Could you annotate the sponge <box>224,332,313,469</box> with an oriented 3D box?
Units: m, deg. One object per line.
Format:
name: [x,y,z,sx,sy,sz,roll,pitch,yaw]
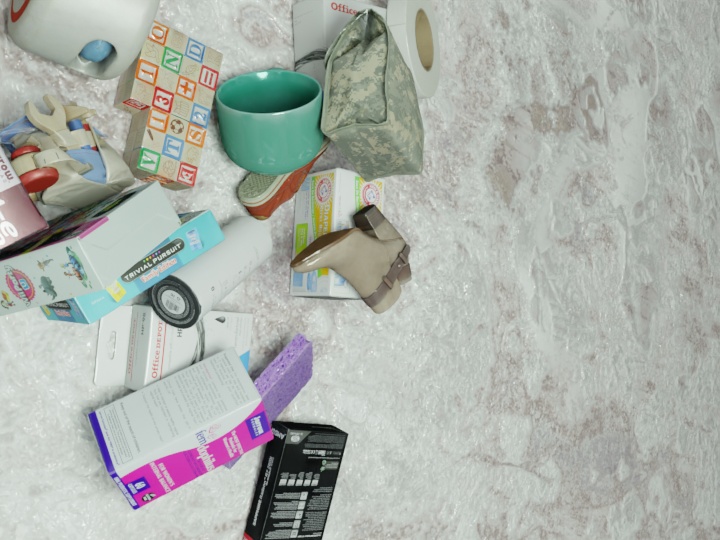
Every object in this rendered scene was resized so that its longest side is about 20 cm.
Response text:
sponge: [-0.142,0.195,1.062,0.200,0.030,0.112,-48,158,-32]

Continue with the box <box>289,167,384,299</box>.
box: [-0.037,-0.055,1.141,0.101,0.112,0.201,6,84,-40]

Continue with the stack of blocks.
stack of blocks: [-0.271,-0.223,0.974,0.115,0.059,0.200,17,79,-40]

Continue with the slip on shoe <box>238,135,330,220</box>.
slip on shoe: [-0.115,-0.154,1.111,0.200,0.074,0.061,-53,148,-31]

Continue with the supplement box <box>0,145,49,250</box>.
supplement box: [-0.413,-0.077,0.755,0.061,0.200,0.109,-37,113,-34]

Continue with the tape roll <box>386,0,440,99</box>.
tape roll: [0.097,-0.405,1.256,0.203,0.037,0.203,-2,90,-68]

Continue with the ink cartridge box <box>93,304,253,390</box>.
ink cartridge box: [-0.253,0.109,0.981,0.200,0.067,0.116,7,86,-41]

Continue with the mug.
mug: [-0.121,-0.217,1.045,0.185,0.152,0.115,-44,145,-42]

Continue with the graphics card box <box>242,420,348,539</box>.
graphics card box: [-0.100,0.339,1.107,0.125,0.051,0.200,14,91,-39]

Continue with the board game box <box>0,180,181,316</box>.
board game box: [-0.326,-0.023,0.805,0.064,0.200,0.148,65,31,-20]

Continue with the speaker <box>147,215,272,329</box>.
speaker: [-0.199,-0.003,0.977,0.081,0.081,0.200,67,31,-18]

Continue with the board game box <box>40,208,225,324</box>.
board game box: [-0.292,-0.008,0.893,0.200,0.151,0.047,-38,112,-35]

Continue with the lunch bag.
lunch bag: [0.023,-0.260,1.053,0.164,0.117,0.200,39,50,-61]

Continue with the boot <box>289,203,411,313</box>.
boot: [0.000,0.000,1.055,0.200,0.070,0.146,-37,113,-31]

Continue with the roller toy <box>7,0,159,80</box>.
roller toy: [-0.324,-0.332,0.851,0.140,0.200,0.183,17,114,-39]

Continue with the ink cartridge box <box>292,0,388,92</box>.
ink cartridge box: [-0.029,-0.335,1.170,0.146,0.086,0.201,-4,94,-41]

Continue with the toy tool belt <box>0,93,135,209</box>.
toy tool belt: [-0.358,-0.142,0.824,0.125,0.200,0.123,-27,87,6]

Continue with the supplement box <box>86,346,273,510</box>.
supplement box: [-0.228,0.201,0.918,0.200,0.103,0.101,-26,139,-17]
